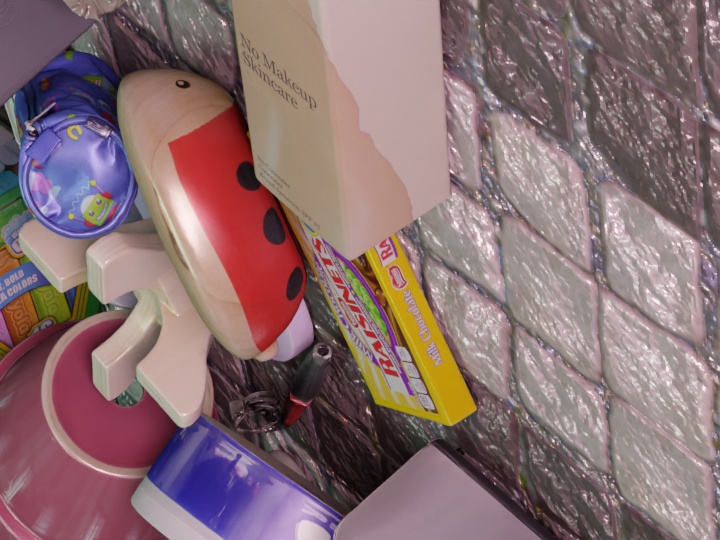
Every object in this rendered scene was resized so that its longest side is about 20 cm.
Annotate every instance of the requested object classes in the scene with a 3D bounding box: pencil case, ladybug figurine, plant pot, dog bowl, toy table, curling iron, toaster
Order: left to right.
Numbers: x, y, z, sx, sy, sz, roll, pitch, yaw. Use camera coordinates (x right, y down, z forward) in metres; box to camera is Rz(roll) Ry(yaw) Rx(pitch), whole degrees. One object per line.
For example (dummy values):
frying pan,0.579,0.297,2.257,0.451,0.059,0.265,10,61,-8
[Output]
pencil case,-0.191,-0.088,1.588,0.087,0.078,0.200,47,-173,-20
plant pot,-0.189,0.118,1.793,0.201,0.199,0.179,53,156,7
toy table,-0.137,0.008,1.649,0.200,0.117,0.185,41,153,31
ladybug figurine,-0.088,-0.039,1.512,0.136,0.071,0.201,-90,-23,-76
dog bowl,-0.056,0.182,1.653,0.199,0.079,0.200,34,177,2
curling iron,-0.049,0.084,1.663,0.200,0.049,0.026,137,126,-68
toaster,0.080,0.237,1.508,0.200,0.118,0.182,40,153,35

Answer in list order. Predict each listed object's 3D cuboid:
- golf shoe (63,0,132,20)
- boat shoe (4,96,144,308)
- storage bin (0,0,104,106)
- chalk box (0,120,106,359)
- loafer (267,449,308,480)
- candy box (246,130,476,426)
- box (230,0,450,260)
golf shoe,-0.183,-0.257,1.476,0.097,0.078,0.201,-128,22,-60
boat shoe,-0.212,-0.065,1.757,0.203,0.074,0.086,63,156,-9
storage bin,-0.263,-0.177,1.577,0.135,0.200,0.145,51,159,-12
chalk box,-0.305,-0.034,1.922,0.125,0.124,0.201,34,149,41
loafer,-0.035,0.234,1.806,0.201,0.063,0.072,59,158,-4
candy box,0.000,0.000,1.476,0.102,0.026,0.201,14,133,64
box,-0.011,-0.114,1.278,0.095,0.077,0.201,41,153,35
